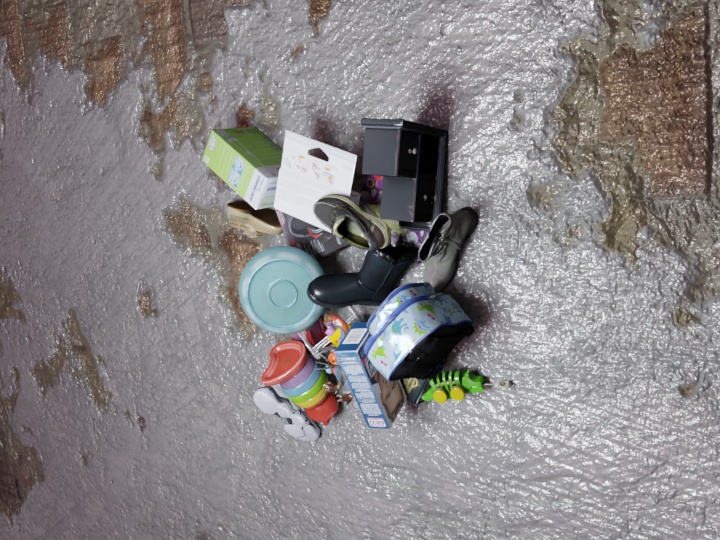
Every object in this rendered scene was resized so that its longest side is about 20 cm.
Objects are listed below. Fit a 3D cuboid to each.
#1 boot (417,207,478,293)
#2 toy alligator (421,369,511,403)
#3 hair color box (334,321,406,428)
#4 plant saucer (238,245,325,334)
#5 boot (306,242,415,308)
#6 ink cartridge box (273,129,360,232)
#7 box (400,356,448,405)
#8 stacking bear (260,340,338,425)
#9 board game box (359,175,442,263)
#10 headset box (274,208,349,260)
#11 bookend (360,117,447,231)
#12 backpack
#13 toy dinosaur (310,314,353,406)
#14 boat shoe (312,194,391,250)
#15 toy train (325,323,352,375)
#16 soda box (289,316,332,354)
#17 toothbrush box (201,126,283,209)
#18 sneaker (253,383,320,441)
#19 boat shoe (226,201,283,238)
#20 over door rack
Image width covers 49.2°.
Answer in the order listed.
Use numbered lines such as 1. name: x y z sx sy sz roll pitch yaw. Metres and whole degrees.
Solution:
1. boot: 0.148 -0.036 1.547 0.067 0.130 0.203 37 121 25
2. toy alligator: 0.208 0.226 1.602 0.197 0.059 0.055 -15 107 29
3. hair color box: 0.024 0.216 1.621 0.060 0.100 0.203 -5 121 32
4. plant saucer: -0.167 0.048 1.695 0.195 0.027 0.205 0 107 -1
5. boot: 0.000 0.000 1.624 0.169 0.196 0.077 115 150 -44
6. ink cartridge box: -0.088 -0.186 1.657 0.198 0.043 0.177 24 113 29
7. box: 0.109 0.161 1.677 0.158 0.046 0.203 38 121 25
8. stacking bear: -0.122 0.269 1.808 0.112 0.123 0.201 -18 124 26
9. board game box: 0.081 -0.124 1.647 0.200 0.032 0.121 42 119 23
10. headset box: -0.094 -0.103 1.755 0.198 0.074 0.151 -23 86 39
11. bookend: 0.080 -0.179 1.502 0.091 0.199 0.203 8 96 30
12. backpack: 0.097 0.121 1.518 0.147 0.199 0.184 48 112 21
13. toy dinosaur: -0.033 0.181 1.670 0.105 0.197 0.185 40 121 50
14. boat shoe: -0.029 -0.094 1.561 0.199 0.065 0.073 29 125 34
15. toy train: 0.002 0.172 1.708 0.197 0.056 0.152 -6 120 33
16. soda box: -0.141 0.097 1.847 0.069 0.063 0.203 -23 87 38
17. toothbrush box: -0.240 -0.237 1.794 0.199 0.145 0.087 39 121 23
18. sneaker: -0.165 0.320 1.915 0.199 0.116 0.075 41 130 -19
19. boat shoe: -0.247 -0.113 1.883 0.198 0.070 0.066 24 120 43
20. over door rack: -0.102 0.077 1.753 0.147 0.067 0.201 -38 104 9
